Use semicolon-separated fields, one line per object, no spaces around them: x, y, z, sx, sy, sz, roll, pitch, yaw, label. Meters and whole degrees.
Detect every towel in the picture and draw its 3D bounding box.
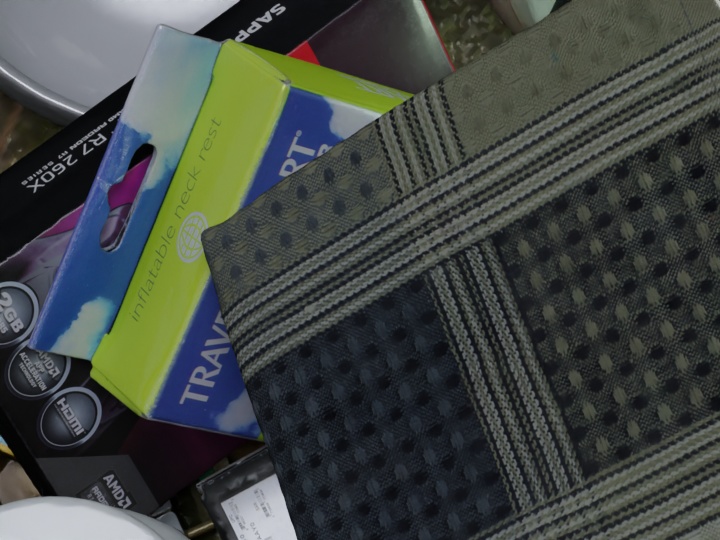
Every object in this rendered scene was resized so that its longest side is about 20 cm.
0.059;0.030;0.829;0.200;0.035;0.193;-30;69;27;towel

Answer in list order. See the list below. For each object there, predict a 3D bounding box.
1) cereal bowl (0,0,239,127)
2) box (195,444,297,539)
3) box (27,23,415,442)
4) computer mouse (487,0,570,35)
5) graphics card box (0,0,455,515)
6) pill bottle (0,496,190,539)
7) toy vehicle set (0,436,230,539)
-0.072;-0.138;1.068;0.200;0.083;0.201;1;79;-5;cereal bowl
0.023;0.158;0.942;0.043;0.160;0.200;-28;75;1;box
0.000;0.000;0.965;0.048;0.200;0.122;36;107;48;box
0.051;-0.115;1.017;0.044;0.200;0.110;-32;56;18;computer mouse
-0.048;-0.011;0.990;0.200;0.126;0.051;-36;39;-13;graphics card box
-0.083;0.137;0.905;0.114;0.200;0.114;-1;74;2;pill bottle
-0.096;0.111;1.032;0.124;0.027;0.200;-24;74;-4;toy vehicle set
